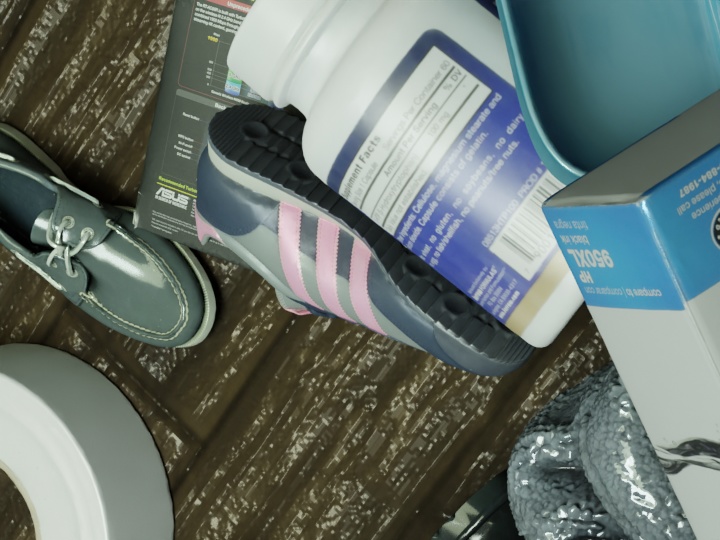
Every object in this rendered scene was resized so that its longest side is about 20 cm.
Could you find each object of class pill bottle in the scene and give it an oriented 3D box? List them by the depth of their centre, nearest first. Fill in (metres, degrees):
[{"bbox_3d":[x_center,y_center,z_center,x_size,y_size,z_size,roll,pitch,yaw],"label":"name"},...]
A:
[{"bbox_3d":[0.042,-0.070,0.996,0.200,0.120,0.120,38,114,5],"label":"pill bottle"}]

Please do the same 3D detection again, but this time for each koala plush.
[{"bbox_3d":[0.165,0.050,0.988,0.183,0.177,0.202,28,119,35],"label":"koala plush"}]

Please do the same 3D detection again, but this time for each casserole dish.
[{"bbox_3d":[0.115,-0.113,0.944,0.039,0.120,0.202,118,144,-64],"label":"casserole dish"}]

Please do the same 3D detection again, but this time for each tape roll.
[{"bbox_3d":[-0.211,0.146,1.266,0.201,0.071,0.205,5,101,28],"label":"tape roll"}]

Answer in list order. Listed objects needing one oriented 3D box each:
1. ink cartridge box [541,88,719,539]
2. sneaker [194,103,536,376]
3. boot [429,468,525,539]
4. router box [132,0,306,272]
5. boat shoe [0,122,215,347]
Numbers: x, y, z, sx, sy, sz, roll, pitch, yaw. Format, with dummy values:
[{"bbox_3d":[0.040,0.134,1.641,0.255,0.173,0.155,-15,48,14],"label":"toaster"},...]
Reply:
[{"bbox_3d":[0.184,0.027,0.867,0.201,0.144,0.084,64,158,-12],"label":"ink cartridge box"},{"bbox_3d":[0.000,0.000,1.069,0.200,0.070,0.082,38,134,18],"label":"sneaker"},{"bbox_3d":[0.081,0.222,1.118,0.162,0.073,0.199,43,122,19],"label":"boot"},{"bbox_3d":[-0.015,-0.069,1.129,0.199,0.062,0.151,20,108,25],"label":"router box"},{"bbox_3d":[-0.171,-0.016,1.223,0.199,0.062,0.073,36,113,19],"label":"boat shoe"}]
